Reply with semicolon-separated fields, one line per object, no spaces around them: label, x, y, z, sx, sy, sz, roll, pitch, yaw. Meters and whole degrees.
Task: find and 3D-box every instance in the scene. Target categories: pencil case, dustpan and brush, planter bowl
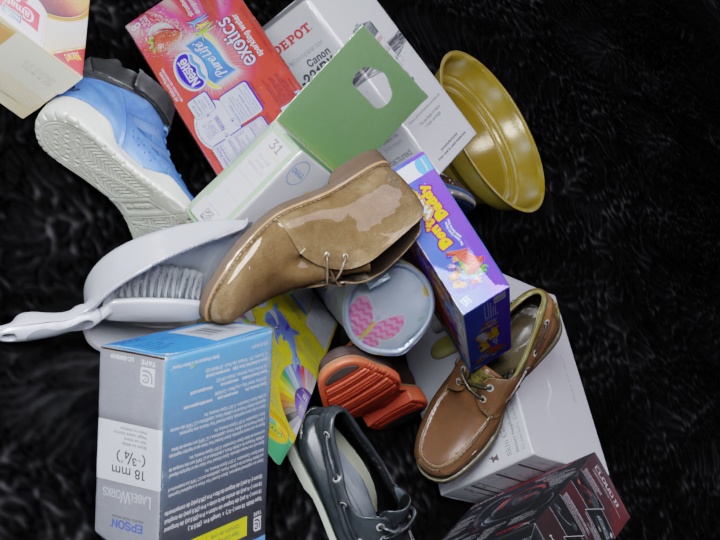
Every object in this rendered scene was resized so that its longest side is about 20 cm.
pencil case;0.000;0.000;1.434;0.200;0.082;0.092;-127;-154;-63
dustpan and brush;-0.181;0.025;1.209;0.198;0.140;0.058;-1;51;-31
planter bowl;0.118;-0.139;1.846;0.200;0.083;0.202;40;35;-36

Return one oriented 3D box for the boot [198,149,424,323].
boot;-0.034;-0.013;1.245;0.199;0.074;0.075;-36;69;-24

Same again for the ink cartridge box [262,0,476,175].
ink cartridge box;-0.014;-0.157;1.512;0.201;0.144;0.084;52;45;-9

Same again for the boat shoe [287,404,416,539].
boat shoe;0.011;0.199;1.381;0.074;0.066;0.201;-27;89;-52

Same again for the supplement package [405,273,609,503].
supplement package;0.138;0.120;1.620;0.155;0.110;0.202;21;48;-51

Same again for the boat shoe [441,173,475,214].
boat shoe;0.051;-0.097;1.711;0.199;0.072;0.073;14;52;-54

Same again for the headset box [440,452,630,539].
headset box;0.147;0.247;1.483;0.075;0.148;0.200;61;28;-1

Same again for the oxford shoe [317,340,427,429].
oxford shoe;-0.001;0.090;1.449;0.073;0.071;0.200;65;8;20

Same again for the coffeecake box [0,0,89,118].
coffeecake box;-0.289;-0.246;1.285;0.153;0.073;0.201;37;37;-39

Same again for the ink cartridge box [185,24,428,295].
ink cartridge box;-0.029;-0.082;1.306;0.048;0.200;0.145;49;6;29

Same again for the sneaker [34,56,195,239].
sneaker;-0.168;-0.089;1.339;0.200;0.076;0.112;43;42;-18

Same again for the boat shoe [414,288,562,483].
boat shoe;0.110;0.099;1.497;0.072;0.201;0.068;30;-12;21

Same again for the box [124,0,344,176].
box;-0.105;-0.146;1.391;0.201;0.099;0.096;56;-2;29

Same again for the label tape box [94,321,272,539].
label tape box;-0.127;0.146;1.190;0.144;0.063;0.202;-11;105;-61

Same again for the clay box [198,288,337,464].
clay box;-0.087;0.067;1.363;0.115;0.047;0.201;53;30;-20

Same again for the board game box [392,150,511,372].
board game box;0.075;-0.002;1.389;0.135;0.045;0.200;59;-4;17
